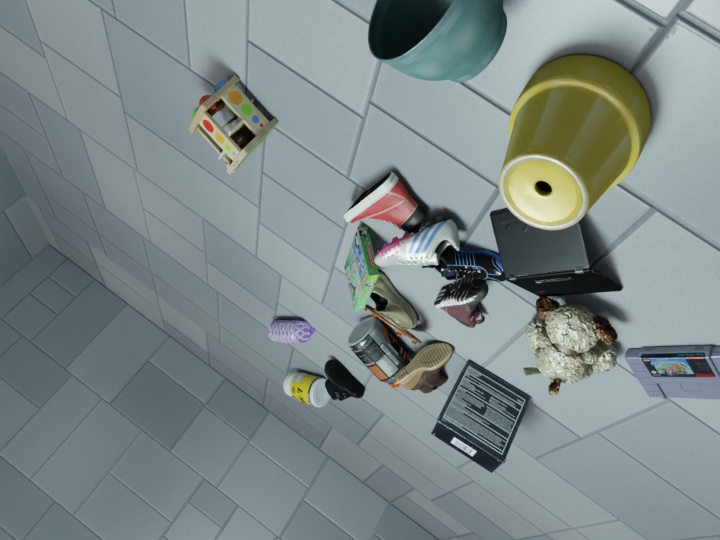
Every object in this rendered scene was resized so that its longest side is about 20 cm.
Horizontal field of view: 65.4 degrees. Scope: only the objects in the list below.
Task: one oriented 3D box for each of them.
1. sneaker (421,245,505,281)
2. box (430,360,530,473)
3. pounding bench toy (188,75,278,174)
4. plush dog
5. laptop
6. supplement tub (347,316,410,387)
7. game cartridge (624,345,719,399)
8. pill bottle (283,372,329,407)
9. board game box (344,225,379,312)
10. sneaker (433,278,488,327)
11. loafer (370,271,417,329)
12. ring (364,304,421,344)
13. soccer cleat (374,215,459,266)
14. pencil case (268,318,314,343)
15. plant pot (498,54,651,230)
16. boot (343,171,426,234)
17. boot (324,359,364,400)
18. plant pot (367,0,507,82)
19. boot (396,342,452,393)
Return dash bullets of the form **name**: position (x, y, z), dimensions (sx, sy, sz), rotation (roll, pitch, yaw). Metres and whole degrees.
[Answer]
- **sneaker**: position (0.225, -0.007, 1.215), dimensions (0.196, 0.078, 0.071), rotation (20, 146, 29)
- **box**: position (0.324, 0.395, 1.521), dimensions (0.197, 0.200, 0.124), rotation (29, 152, 13)
- **pounding bench toy**: position (-0.318, -0.330, 1.323), dimensions (0.156, 0.125, 0.199), rotation (45, 149, -13)
- **plush dog**: position (0.422, 0.144, 1.146), dimensions (0.196, 0.160, 0.176), rotation (20, 130, 29)
- **laptop**: position (0.374, -0.037, 1.084), dimensions (0.197, 0.119, 0.185), rotation (22, 162, -35)
- **supplement tub**: position (0.063, 0.248, 1.683), dimensions (0.201, 0.123, 0.121), rotation (48, 148, -17)
- **game cartridge**: position (0.636, 0.202, 1.097), dimensions (0.130, 0.039, 0.198), rotation (46, 149, -21)
- **pill bottle**: position (-0.223, 0.486, 2.314), dimensions (0.197, 0.115, 0.116), rotation (3, 136, 45)
- **board game box**: position (0.000, 0.000, 1.431), dimensions (0.201, 0.028, 0.138), rotation (112, 147, -59)
- **sneaker**: position (0.263, 0.078, 1.307), dimensions (0.115, 0.077, 0.199), rotation (39, 161, -11)
- **loafer**: position (0.077, 0.093, 1.516), dimensions (0.201, 0.069, 0.075), rotation (49, 148, -18)
- **ring**: position (0.081, 0.147, 1.530), dimensions (0.198, 0.019, 0.200), rotation (34, -179, -1)
- **soccer cleat**: position (0.120, -0.040, 1.196), dimensions (0.196, 0.069, 0.088), rotation (-27, 73, 21)
- **pencil case**: position (-0.258, 0.223, 2.038), dimensions (0.084, 0.087, 0.197), rotation (14, 170, -38)
- **plant pot**: position (0.295, -0.171, 0.815), dimensions (0.197, 0.190, 0.203), rotation (26, 147, 18)
- **boot**: position (0.056, -0.119, 1.261), dimensions (0.144, 0.073, 0.198), rotation (45, 146, -14)
- **boot**: position (-0.095, 0.423, 2.129), dimensions (0.199, 0.077, 0.167), rotation (42, 146, -18)
- **plant pot**: position (0.121, -0.352, 0.786), dimensions (0.132, 0.206, 0.198), rotation (23, 161, -36)
- **boot**: position (0.213, 0.286, 1.626), dimensions (0.198, 0.074, 0.165), rotation (-35, 141, 22)
